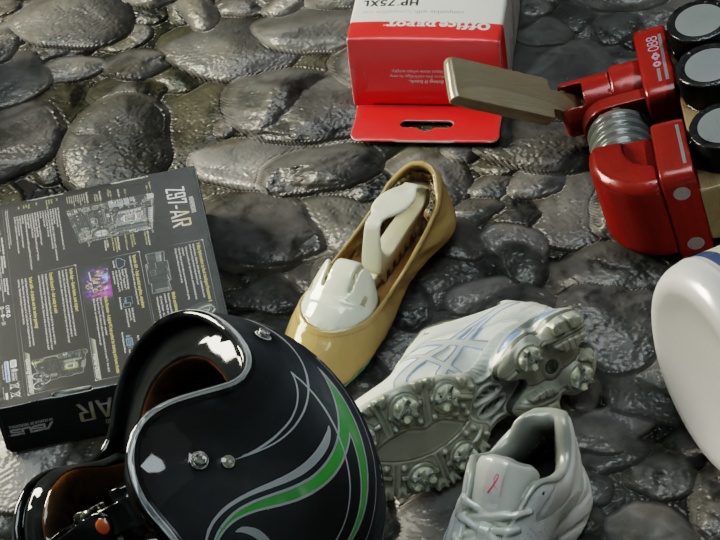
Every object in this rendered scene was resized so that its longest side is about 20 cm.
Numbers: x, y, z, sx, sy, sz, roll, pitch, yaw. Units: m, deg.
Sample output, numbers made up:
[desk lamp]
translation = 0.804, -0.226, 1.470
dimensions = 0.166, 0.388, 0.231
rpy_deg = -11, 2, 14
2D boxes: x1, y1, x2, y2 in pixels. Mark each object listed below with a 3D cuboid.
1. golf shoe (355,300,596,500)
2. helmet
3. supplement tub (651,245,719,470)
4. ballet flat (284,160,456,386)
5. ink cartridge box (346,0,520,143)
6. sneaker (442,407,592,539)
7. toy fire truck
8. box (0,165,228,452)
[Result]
[golf shoe]
translation = 0.049, 0.077, 1.405
dimensions = 0.200, 0.078, 0.097
rpy_deg = -23, 28, -24
[helmet]
translation = -0.080, 0.128, 1.265
dimensions = 0.200, 0.200, 0.191
rpy_deg = 21, 39, 27
[supplement tub]
translation = 0.293, 0.032, 1.349
dimensions = 0.200, 0.145, 0.145
rpy_deg = -21, 45, -14
[ballet flat]
translation = 0.000, 0.000, 1.484
dimensions = 0.069, 0.063, 0.200
rpy_deg = 15, 48, 23
[ink cartridge box]
translation = 0.056, -0.183, 1.666
dimensions = 0.116, 0.067, 0.200
rpy_deg = 1, 44, 9
[sneaker]
translation = 0.072, 0.154, 1.284
dimensions = 0.078, 0.100, 0.200
rpy_deg = 12, 47, 20
[toy fire truck]
translation = 0.171, -0.096, 1.532
dimensions = 0.200, 0.129, 0.176
rpy_deg = -14, 43, 11
[box]
translation = -0.172, 0.022, 1.499
dimensions = 0.160, 0.044, 0.200
rpy_deg = -12, 43, -5
